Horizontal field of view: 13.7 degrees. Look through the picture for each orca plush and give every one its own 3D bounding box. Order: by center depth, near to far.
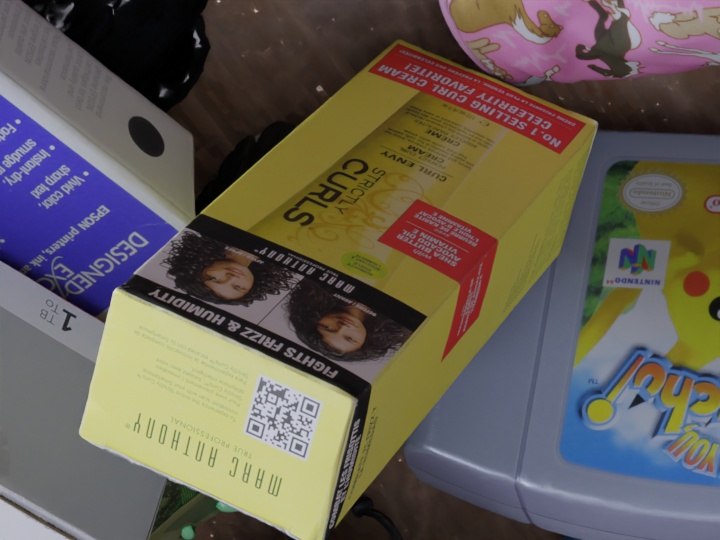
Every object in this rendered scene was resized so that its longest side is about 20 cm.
[{"bbox_3d":[-0.113,-0.073,0.919,0.199,0.071,0.106,-23,109,5],"label":"orca plush"}]

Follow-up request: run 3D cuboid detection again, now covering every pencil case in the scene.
[{"bbox_3d":[0.114,-0.099,0.869,0.199,0.083,0.087,-3,122,40],"label":"pencil case"}]

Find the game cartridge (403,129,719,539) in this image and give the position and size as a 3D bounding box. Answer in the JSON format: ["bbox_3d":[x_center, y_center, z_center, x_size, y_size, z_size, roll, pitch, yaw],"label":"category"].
[{"bbox_3d":[0.116,0.022,0.915,0.199,0.041,0.134,3,66,17],"label":"game cartridge"}]

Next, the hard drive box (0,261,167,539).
[{"bbox_3d":[-0.169,0.071,0.910,0.155,0.077,0.200,32,134,-16],"label":"hard drive box"}]

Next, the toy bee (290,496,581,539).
[{"bbox_3d":[0.084,0.134,0.985,0.199,0.109,0.132,-16,111,3],"label":"toy bee"}]

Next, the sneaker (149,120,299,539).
[{"bbox_3d":[-0.041,0.054,0.973,0.088,0.077,0.200,27,109,-23],"label":"sneaker"}]

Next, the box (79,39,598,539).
[{"bbox_3d":[0.000,0.000,0.839,0.075,0.200,0.050,24,120,13],"label":"box"}]

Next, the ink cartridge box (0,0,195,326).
[{"bbox_3d":[-0.148,-0.010,0.910,0.200,0.044,0.198,40,130,-21],"label":"ink cartridge box"}]
